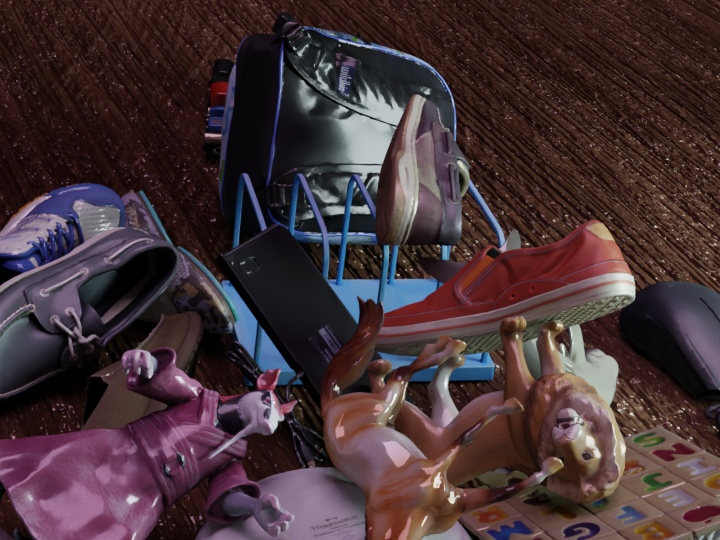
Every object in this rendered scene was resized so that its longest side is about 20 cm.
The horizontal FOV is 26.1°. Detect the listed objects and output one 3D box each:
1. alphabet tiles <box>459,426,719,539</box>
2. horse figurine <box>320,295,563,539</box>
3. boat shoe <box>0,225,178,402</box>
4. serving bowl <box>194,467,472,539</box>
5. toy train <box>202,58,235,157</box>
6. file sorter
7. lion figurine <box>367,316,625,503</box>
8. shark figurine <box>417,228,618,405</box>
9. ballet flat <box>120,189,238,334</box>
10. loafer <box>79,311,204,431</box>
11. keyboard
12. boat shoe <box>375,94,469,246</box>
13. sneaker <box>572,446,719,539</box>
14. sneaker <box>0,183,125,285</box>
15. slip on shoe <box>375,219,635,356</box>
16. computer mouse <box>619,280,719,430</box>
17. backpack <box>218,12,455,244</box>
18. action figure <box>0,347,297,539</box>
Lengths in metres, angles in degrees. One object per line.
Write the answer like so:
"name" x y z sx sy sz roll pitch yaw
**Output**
"alphabet tiles" 0.148 0.140 0.978 0.164 0.006 0.200 -16 13 -14
"horse figurine" 0.028 0.103 0.947 0.132 0.050 0.200 -34 46 -6
"boat shoe" -0.211 0.031 1.125 0.061 0.074 0.200 5 34 41
"serving bowl" -0.011 0.181 0.945 0.197 0.067 0.201 6 29 -3
"toy train" -0.140 -0.168 1.571 0.034 0.046 0.201 4 29 -6
"file sorter" 0.000 0.000 1.219 0.197 0.124 0.139 -1 29 -14
"lion figurine" 0.084 0.104 1.012 0.072 0.124 0.199 9 -23 -43
"shark figurine" 0.122 0.075 1.136 0.089 0.214 0.129 -25 49 24
"ballet flat" -0.164 0.005 1.244 0.071 0.073 0.200 -9 32 -28
"loafer" -0.155 0.087 1.069 0.067 0.077 0.201 14 28 0
"keyboard" -0.036 0.068 1.077 0.201 0.021 0.127 54 41 4
"boat shoe" 0.050 -0.070 1.164 0.064 0.073 0.201 19 26 -5
"sneaker" 0.172 0.172 1.010 0.198 0.076 0.105 -15 16 -18
"sneaker" -0.251 -0.001 1.181 0.199 0.076 0.088 -33 25 -29
"slip on shoe" 0.088 0.017 1.050 0.198 0.062 0.074 -19 -18 25
"computer mouse" 0.292 0.058 1.260 0.137 0.053 0.200 -12 34 -30
"backpack" -0.022 -0.114 1.361 0.198 0.186 0.146 6 -1 -33
"action figure" -0.124 0.124 0.943 0.198 0.149 0.135 -25 82 -24
